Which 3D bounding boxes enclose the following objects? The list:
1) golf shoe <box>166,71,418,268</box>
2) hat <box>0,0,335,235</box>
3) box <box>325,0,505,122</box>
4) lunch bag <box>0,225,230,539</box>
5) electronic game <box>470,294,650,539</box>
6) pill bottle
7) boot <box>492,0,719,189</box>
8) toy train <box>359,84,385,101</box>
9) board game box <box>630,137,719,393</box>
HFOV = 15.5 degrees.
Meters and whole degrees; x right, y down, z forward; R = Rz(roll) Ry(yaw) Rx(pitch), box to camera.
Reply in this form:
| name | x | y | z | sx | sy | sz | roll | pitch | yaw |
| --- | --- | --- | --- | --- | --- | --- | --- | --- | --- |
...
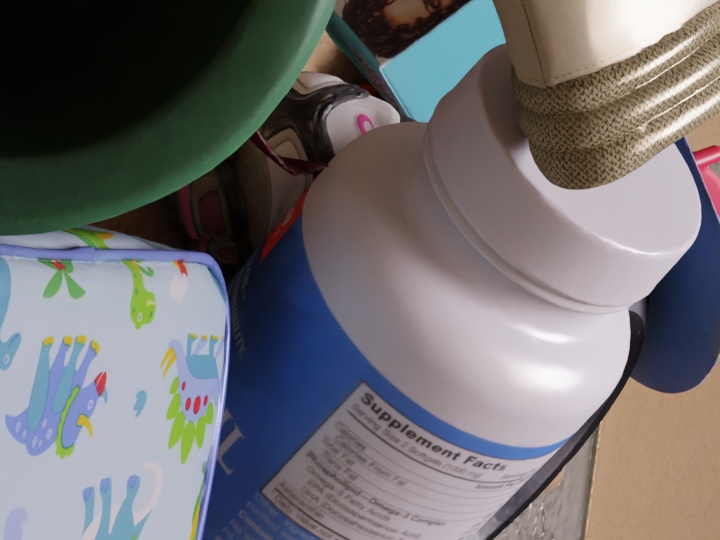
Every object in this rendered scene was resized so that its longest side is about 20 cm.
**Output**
| name | x | y | z | sx | sy | sz | roll | pitch | yaw |
| --- | --- | --- | --- | --- | --- | --- | --- | --- | --- |
| golf shoe | 0.000 | 0.000 | 0.929 | 0.200 | 0.092 | 0.073 | 61 | 42 | -61 |
| hat | -0.083 | -0.105 | 0.669 | 0.176 | 0.165 | 0.201 | -93 | -173 | -73 |
| box | 0.076 | -0.135 | 0.918 | 0.200 | 0.082 | 0.049 | -37 | 137 | -2 |
| lunch bag | -0.110 | 0.064 | 0.686 | 0.200 | 0.082 | 0.162 | 1 | 98 | -69 |
| electronic game | 0.037 | 0.063 | 1.014 | 0.200 | 0.042 | 0.200 | -38 | 159 | -18 |
| pill bottle | 0.013 | 0.025 | 0.819 | 0.200 | 0.112 | 0.112 | -49 | 177 | 33 |
| boot | 0.078 | -0.132 | 0.750 | 0.200 | 0.073 | 0.156 | -53 | 128 | -46 |
| toy train | 0.046 | -0.038 | 1.066 | 0.200 | 0.084 | 0.116 | 82 | 10 | -50 |
| board game box | 0.111 | -0.052 | 1.063 | 0.201 | 0.039 | 0.158 | 68 | -18 | 7 |
